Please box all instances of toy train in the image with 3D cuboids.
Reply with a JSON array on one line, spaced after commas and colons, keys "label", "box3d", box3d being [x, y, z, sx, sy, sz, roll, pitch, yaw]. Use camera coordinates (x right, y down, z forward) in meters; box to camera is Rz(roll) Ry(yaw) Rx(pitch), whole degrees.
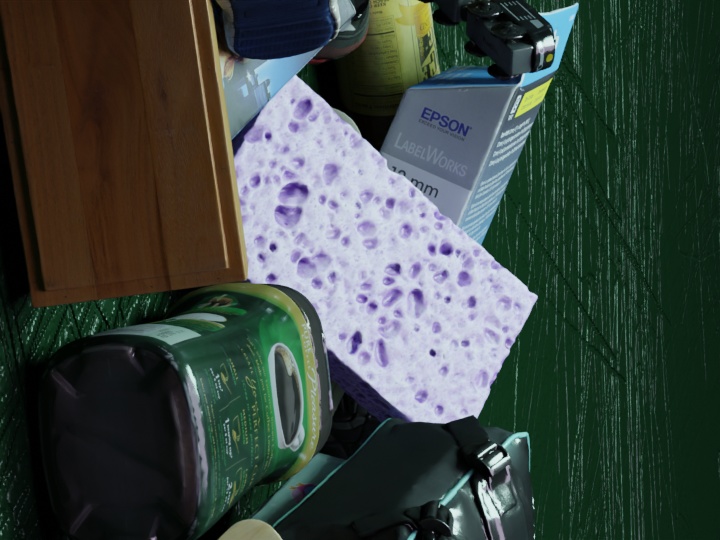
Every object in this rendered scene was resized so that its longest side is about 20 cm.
[{"label": "toy train", "box3d": [0.054, -0.160, 1.582, 0.200, 0.046, 0.034, -130, -144, -50]}]

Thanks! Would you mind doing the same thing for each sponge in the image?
[{"label": "sponge", "box3d": [0.000, 0.000, 1.522, 0.200, 0.030, 0.112, 41, 62, -22]}]

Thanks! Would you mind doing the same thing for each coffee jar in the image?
[{"label": "coffee jar", "box3d": [-0.079, 0.066, 1.384, 0.200, 0.085, 0.105, -24, 109, -70]}]

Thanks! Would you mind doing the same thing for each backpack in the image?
[{"label": "backpack", "box3d": [0.015, 0.194, 1.474, 0.176, 0.153, 0.200, -45, 126, -56]}]

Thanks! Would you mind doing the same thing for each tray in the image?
[{"label": "tray", "box3d": [-0.112, -0.088, 1.273, 0.037, 0.098, 0.201, -97, 179, -74]}]

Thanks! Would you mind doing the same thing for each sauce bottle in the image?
[{"label": "sauce bottle", "box3d": [0.018, -0.113, 1.739, 0.066, 0.066, 0.200, -68, 154, -52]}]

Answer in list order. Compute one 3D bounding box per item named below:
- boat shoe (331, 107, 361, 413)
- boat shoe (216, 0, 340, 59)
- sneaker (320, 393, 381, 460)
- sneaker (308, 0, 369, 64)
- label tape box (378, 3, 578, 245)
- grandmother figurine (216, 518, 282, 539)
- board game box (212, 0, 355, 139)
[{"label": "boat shoe", "box3d": [-0.034, 0.014, 1.565, 0.068, 0.072, 0.201, 118, -19, -74]}, {"label": "boat shoe", "box3d": [-0.041, -0.156, 1.289, 0.200, 0.072, 0.073, 120, -41, -74]}, {"label": "sneaker", "box3d": [0.007, 0.110, 1.674, 0.091, 0.076, 0.201, -58, 143, -68]}, {"label": "sneaker", "box3d": [-0.019, -0.165, 1.581, 0.200, 0.098, 0.071, 45, 44, -66]}, {"label": "label tape box", "box3d": [0.053, -0.069, 1.654, 0.143, 0.066, 0.200, -35, 147, -75]}, {"label": "grandmother figurine", "box3d": [-0.062, 0.192, 1.354, 0.200, 0.060, 0.122, 118, -39, -63]}, {"label": "board game box", "box3d": [-0.079, -0.159, 1.417, 0.200, 0.062, 0.201, -25, 104, -63]}]
